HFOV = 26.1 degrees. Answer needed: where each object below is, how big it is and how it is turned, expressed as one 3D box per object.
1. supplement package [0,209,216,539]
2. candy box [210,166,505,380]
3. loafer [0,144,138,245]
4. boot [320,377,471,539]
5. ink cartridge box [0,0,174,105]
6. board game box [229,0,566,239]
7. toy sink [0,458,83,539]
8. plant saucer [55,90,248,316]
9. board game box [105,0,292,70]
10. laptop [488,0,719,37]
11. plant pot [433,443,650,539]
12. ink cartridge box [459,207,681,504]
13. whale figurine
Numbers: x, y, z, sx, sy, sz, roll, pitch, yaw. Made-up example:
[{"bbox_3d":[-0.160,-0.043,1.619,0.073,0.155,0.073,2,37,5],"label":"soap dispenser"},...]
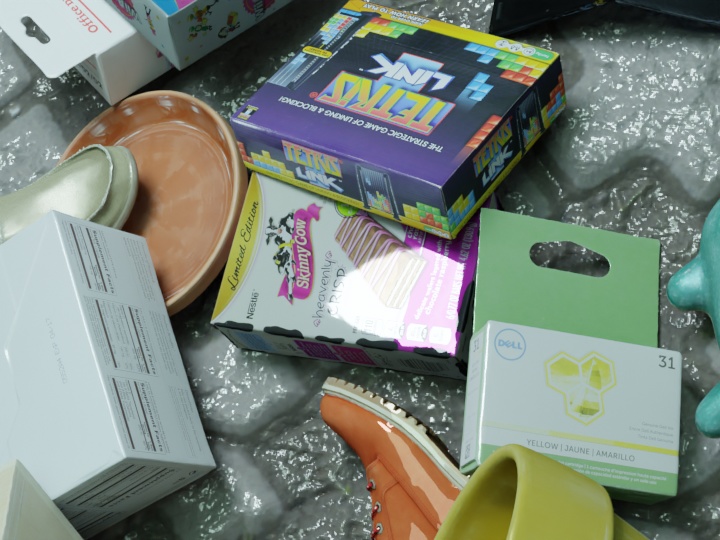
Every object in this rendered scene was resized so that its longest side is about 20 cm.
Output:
[{"bbox_3d":[-0.224,0.086,1.169,0.156,0.111,0.200,-30,65,23],"label":"supplement package"},{"bbox_3d":[0.000,0.000,1.183,0.199,0.061,0.137,6,70,22],"label":"candy box"},{"bbox_3d":[-0.264,-0.034,1.250,0.200,0.068,0.076,-38,58,13],"label":"loafer"},{"bbox_3d":[0.027,0.160,1.104,0.200,0.075,0.107,39,90,27],"label":"boot"},{"bbox_3d":[-0.199,-0.220,1.308,0.200,0.068,0.115,-35,59,-18],"label":"ink cartridge box"},{"bbox_3d":[0.029,-0.122,1.184,0.200,0.057,0.165,20,53,31],"label":"board game box"},{"bbox_3d":[-0.239,0.256,1.066,0.130,0.200,0.112,-27,27,7],"label":"toy sink"},{"bbox_3d":[-0.176,-0.048,1.265,0.200,0.032,0.201,-11,66,26],"label":"plant saucer"},{"bbox_3d":[-0.115,-0.270,1.258,0.200,0.064,0.148,-37,61,-20],"label":"board game box"},{"bbox_3d":[0.224,-0.268,1.246,0.200,0.116,0.188,-11,61,47],"label":"laptop"},{"bbox_3d":[0.135,0.235,0.957,0.189,0.201,0.201,26,77,-5],"label":"plant pot"},{"bbox_3d":[0.149,0.053,1.082,0.145,0.048,0.201,10,71,-11],"label":"ink cartridge box"},{"bbox_3d":[0.283,0.019,1.048,0.159,0.104,0.200,13,67,23],"label":"whale figurine"}]
